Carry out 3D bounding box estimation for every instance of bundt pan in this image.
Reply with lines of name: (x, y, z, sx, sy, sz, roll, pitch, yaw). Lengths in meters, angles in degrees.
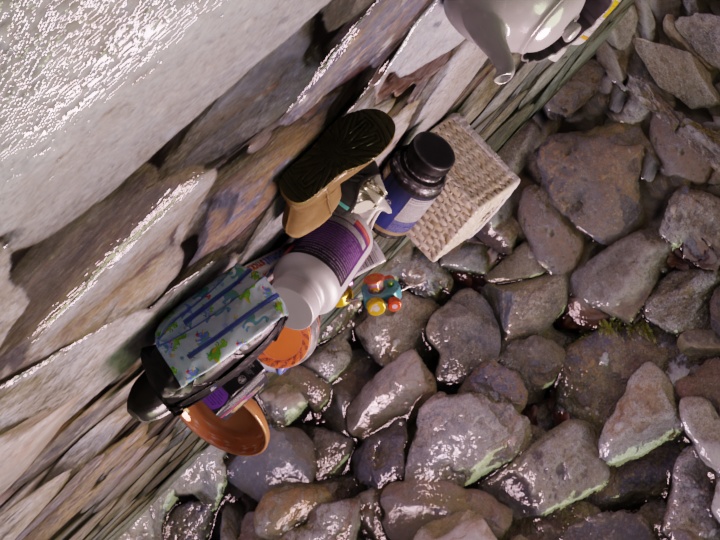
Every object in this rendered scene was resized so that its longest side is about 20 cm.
bundt pan: (0.321, -0.432, 1.604, 0.201, 0.076, 0.202, -33, 167, -9)

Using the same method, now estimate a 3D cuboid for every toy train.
toy train: (0.000, 0.000, 1.631, 0.150, 0.199, 0.056, -50, 140, -35)

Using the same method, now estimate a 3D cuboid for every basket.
basket: (0.164, -0.162, 1.946, 0.161, 0.200, 0.198, -34, 168, -42)

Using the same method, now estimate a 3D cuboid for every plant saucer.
plant saucer: (-0.248, 0.257, 1.783, 0.038, 0.200, 0.200, -58, -176, -38)

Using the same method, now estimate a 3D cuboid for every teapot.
teapot: (0.207, -0.333, 1.178, 0.200, 0.146, 0.197, -49, 175, 20)

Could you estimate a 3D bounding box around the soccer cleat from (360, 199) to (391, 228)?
soccer cleat: (-0.030, -0.061, 1.742, 0.200, 0.078, 0.069, -47, 175, 11)

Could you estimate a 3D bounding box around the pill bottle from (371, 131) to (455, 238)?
pill bottle: (0.086, -0.155, 1.784, 0.112, 0.112, 0.200, -42, 173, -43)

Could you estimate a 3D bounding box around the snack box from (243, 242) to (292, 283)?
snack box: (-0.156, 0.006, 1.525, 0.072, 0.024, 0.200, -51, 174, 21)

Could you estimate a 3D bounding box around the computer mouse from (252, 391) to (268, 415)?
computer mouse: (-0.223, 0.166, 1.807, 0.046, 0.201, 0.141, -19, 132, -5)

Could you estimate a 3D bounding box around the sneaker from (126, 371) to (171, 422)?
sneaker: (-0.267, 0.132, 1.428, 0.200, 0.075, 0.079, -51, 166, -38)

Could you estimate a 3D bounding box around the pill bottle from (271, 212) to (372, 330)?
pill bottle: (-0.067, -0.003, 1.520, 0.112, 0.111, 0.200, -51, -176, 45)

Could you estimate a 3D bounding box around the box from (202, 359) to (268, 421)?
box: (-0.227, 0.163, 1.602, 0.106, 0.122, 0.200, -42, 175, -11)

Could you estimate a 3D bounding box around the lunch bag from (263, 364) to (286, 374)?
lunch bag: (-0.146, 0.117, 1.861, 0.200, 0.075, 0.161, 3, 100, -85)

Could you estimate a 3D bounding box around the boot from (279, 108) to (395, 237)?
boot: (-0.036, -0.125, 1.294, 0.175, 0.066, 0.200, -34, 173, -6)

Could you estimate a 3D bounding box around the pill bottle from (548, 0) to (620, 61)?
pill bottle: (0.380, -0.471, 1.734, 0.200, 0.113, 0.113, -50, 174, 26)

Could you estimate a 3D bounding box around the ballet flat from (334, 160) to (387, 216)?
ballet flat: (-0.003, -0.121, 1.544, 0.068, 0.068, 0.200, -54, 173, 27)

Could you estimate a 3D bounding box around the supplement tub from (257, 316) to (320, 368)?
supplement tub: (-0.126, 0.086, 1.622, 0.123, 0.122, 0.200, -47, -171, 9)

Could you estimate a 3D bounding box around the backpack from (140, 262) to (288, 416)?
backpack: (-0.190, 0.085, 1.309, 0.199, 0.155, 0.163, -23, 169, -8)

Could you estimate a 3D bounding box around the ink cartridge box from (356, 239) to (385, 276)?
ink cartridge box: (-0.037, -0.009, 1.830, 0.162, 0.057, 0.200, -29, -178, 1)
